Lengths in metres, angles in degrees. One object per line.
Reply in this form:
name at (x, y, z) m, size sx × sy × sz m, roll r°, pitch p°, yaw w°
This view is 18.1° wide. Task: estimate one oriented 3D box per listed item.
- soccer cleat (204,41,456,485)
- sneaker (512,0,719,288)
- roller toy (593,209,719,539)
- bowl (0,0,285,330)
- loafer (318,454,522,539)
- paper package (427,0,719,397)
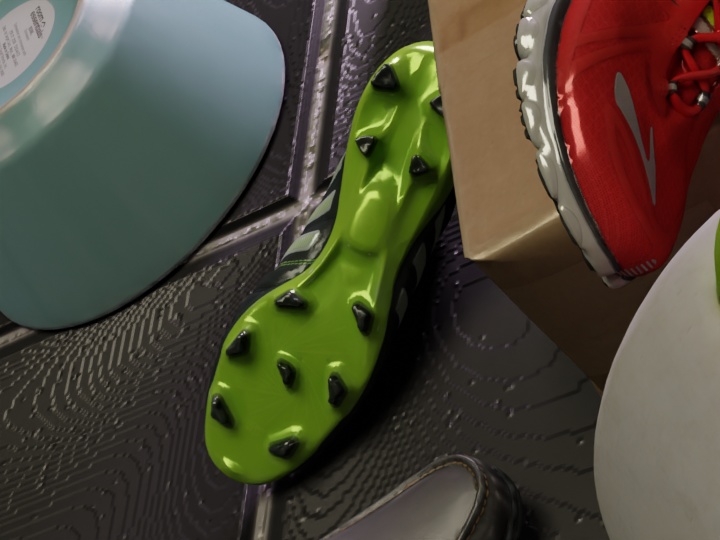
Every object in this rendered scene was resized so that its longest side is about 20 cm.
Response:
soccer cleat at (0.000, 0.000, 0.948) m, size 0.067 × 0.081 × 0.201 m, roll 29°, pitch 97°, yaw 15°
sneaker at (0.108, -0.087, 0.731) m, size 0.084 × 0.077 × 0.201 m, roll -8°, pitch 51°, yaw 35°
roller toy at (0.169, 0.064, 0.607) m, size 0.183 × 0.199 × 0.140 m, roll -67°, pitch 28°, yaw 24°
bowl at (-0.147, -0.081, 1.137) m, size 0.200 × 0.105 × 0.202 m, roll -27°, pitch 41°, yaw 26°
loafer at (-0.025, 0.138, 0.826) m, size 0.200 × 0.072 × 0.073 m, roll -46°, pitch 34°, yaw 0°
paper package at (0.137, -0.078, 0.842) m, size 0.199 × 0.103 × 0.191 m, roll -31°, pitch 38°, yaw 22°
